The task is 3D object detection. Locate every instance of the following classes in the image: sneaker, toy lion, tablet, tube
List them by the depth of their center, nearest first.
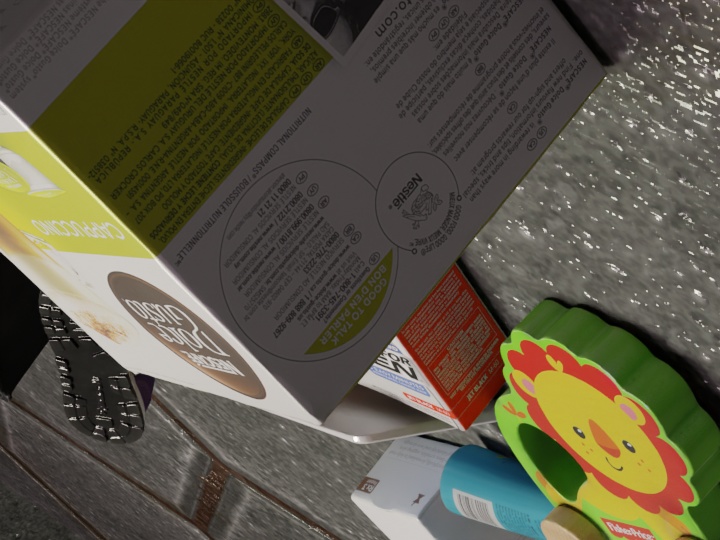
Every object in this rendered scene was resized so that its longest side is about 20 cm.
[{"bbox_3d":[0.141,0.097,1.079,0.192,0.069,0.200,53,160,-18],"label":"toy lion"},{"bbox_3d":[-0.004,0.083,1.261,0.200,0.130,0.014,12,105,55],"label":"tablet"},{"bbox_3d":[0.139,0.165,1.264,0.200,0.050,0.077,15,169,46],"label":"tube"},{"bbox_3d":[-0.170,0.025,1.293,0.076,0.088,0.200,14,139,4],"label":"sneaker"}]

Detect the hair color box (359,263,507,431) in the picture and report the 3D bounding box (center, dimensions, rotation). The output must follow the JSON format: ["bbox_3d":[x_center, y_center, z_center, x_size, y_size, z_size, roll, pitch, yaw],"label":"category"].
[{"bbox_3d":[0.000,0.000,1.106,0.111,0.064,0.200,21,154,47],"label":"hair color box"}]

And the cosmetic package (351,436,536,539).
[{"bbox_3d":[0.096,0.216,1.432,0.200,0.074,0.102,50,160,-25],"label":"cosmetic package"}]

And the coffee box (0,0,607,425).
[{"bbox_3d":[-0.062,-0.079,0.803,0.198,0.200,0.200,47,162,-24],"label":"coffee box"}]

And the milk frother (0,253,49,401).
[{"bbox_3d":[-0.236,-0.031,1.273,0.180,0.188,0.200,42,165,-25],"label":"milk frother"}]
